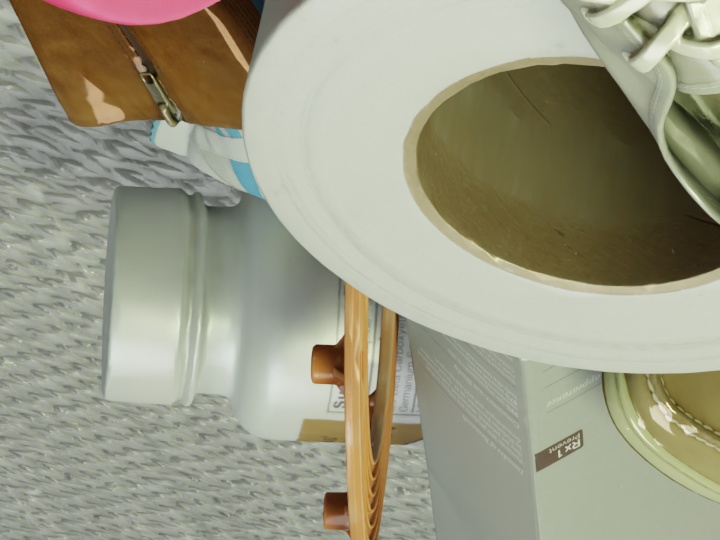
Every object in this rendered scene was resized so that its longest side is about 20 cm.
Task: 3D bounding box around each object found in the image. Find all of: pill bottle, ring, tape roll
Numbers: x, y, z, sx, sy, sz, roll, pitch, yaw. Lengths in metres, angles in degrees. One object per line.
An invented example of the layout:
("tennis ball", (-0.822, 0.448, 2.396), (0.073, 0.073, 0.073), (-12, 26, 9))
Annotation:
("pill bottle", (-0.006, 0.015, 1.100), (0.199, 0.115, 0.114), (3, 161, -8))
("ring", (0.000, 0.000, 0.907), (0.019, 0.201, 0.201), (2, 159, 4))
("tape roll", (0.075, -0.080, 0.753), (0.202, 0.140, 0.203), (9, 147, 6))

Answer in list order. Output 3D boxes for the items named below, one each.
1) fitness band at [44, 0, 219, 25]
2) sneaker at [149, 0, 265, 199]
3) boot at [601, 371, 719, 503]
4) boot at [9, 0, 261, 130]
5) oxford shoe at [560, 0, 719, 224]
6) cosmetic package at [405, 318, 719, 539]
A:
("fitness band", (-0.029, -0.151, 0.618), (0.037, 0.200, 0.144), (24, 159, 33))
("sneaker", (-0.027, -0.077, 0.977), (0.081, 0.077, 0.200), (26, 169, -1))
("boot", (0.196, 0.042, 0.869), (0.199, 0.072, 0.155), (19, 158, -24))
("boot", (-0.068, -0.117, 0.805), (0.188, 0.069, 0.200), (-1, 130, 38))
("oxford shoe", (0.067, -0.078, 0.590), (0.075, 0.058, 0.200), (-15, 134, 31))
("cosmetic package", (0.084, 0.051, 0.992), (0.090, 0.107, 0.200), (43, 156, 40))
